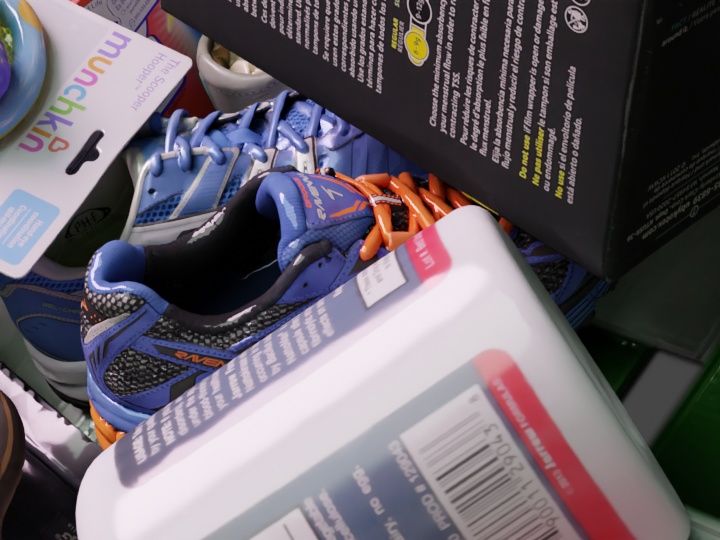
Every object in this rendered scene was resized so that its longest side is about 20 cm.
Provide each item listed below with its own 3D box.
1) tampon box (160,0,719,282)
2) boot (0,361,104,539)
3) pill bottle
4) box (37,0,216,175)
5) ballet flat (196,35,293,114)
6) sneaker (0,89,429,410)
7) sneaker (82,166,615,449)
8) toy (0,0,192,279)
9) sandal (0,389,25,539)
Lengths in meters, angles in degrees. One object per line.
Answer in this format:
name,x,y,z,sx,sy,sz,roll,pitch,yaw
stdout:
tampon box,0.054,-0.120,0.785,0.200,0.127,0.150,34,49,31
boot,-0.187,0.114,0.876,0.200,0.066,0.165,-50,40,-7
pill bottle,-0.015,0.083,0.729,0.199,0.120,0.120,-34,41,5
box,-0.094,-0.108,0.978,0.095,0.100,0.201,13,62,42
ballet flat,0.025,-0.119,0.929,0.200,0.064,0.067,-37,40,1
sneaker,-0.042,-0.025,0.881,0.199,0.077,0.076,-33,39,4
sneaker,0.000,0.000,0.800,0.199,0.079,0.075,-24,41,-5
toy,-0.172,-0.090,0.863,0.199,0.047,0.115,25,57,15
sandal,-0.147,0.077,0.751,0.082,0.055,0.200,-45,19,12
